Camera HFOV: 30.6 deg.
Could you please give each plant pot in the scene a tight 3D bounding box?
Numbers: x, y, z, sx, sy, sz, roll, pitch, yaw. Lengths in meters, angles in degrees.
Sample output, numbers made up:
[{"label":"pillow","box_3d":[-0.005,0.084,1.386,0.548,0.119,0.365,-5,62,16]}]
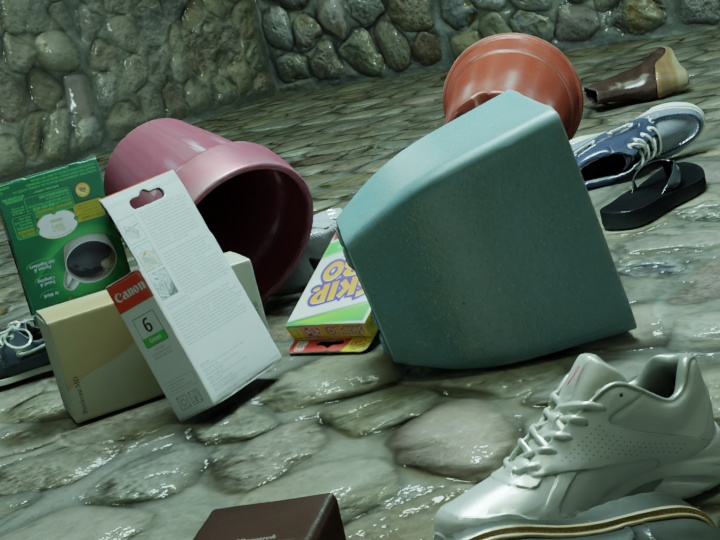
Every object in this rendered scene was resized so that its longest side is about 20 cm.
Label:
[{"label":"plant pot","box_3d":[0.091,-0.020,1.136,0.200,0.197,0.196,-23,13,0]},{"label":"plant pot","box_3d":[0.197,-0.199,1.787,0.201,0.201,0.195,-9,22,17]},{"label":"plant pot","box_3d":[-0.180,-0.071,1.437,0.200,0.200,0.179,-22,45,-33]}]

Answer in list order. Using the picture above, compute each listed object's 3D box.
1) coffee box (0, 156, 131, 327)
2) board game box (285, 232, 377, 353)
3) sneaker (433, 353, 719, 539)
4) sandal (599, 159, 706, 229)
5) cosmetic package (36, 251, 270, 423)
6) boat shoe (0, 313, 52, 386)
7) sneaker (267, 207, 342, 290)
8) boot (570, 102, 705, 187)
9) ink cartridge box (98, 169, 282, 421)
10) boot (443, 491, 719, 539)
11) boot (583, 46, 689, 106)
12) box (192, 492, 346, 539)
[{"label":"coffee box","box_3d":[-0.328,-0.016,1.484,0.123,0.200,0.044,-20,8,-19]},{"label":"board game box","box_3d":[0.000,0.000,1.288,0.095,0.030,0.200,-4,46,35]},{"label":"sneaker","box_3d":[0.122,0.101,0.766,0.200,0.100,0.078,-20,15,-26]},{"label":"sandal","box_3d":[0.337,-0.096,1.498,0.076,0.043,0.200,-4,16,35]},{"label":"cosmetic package","box_3d":[-0.193,0.060,1.244,0.200,0.105,0.071,-20,13,-19]},{"label":"boat shoe","box_3d":[-0.347,0.080,1.402,0.200,0.062,0.075,-14,15,1]},{"label":"sneaker","box_3d":[-0.012,-0.036,1.521,0.200,0.075,0.115,-12,16,22]},{"label":"boot","box_3d":[0.358,-0.155,1.694,0.200,0.073,0.090,-21,20,2]},{"label":"ink cartridge box","box_3d":[-0.161,0.020,1.161,0.050,0.200,0.109,-28,2,36]},{"label":"boot","box_3d":[0.108,0.165,0.587,0.200,0.078,0.138,-19,19,-19]},{"label":"boot","box_3d":[0.472,-0.338,2.305,0.166,0.072,0.200,-11,17,3]},{"label":"box","box_3d":[-0.054,0.188,0.581,0.075,0.100,0.200,-9,13,17]}]
